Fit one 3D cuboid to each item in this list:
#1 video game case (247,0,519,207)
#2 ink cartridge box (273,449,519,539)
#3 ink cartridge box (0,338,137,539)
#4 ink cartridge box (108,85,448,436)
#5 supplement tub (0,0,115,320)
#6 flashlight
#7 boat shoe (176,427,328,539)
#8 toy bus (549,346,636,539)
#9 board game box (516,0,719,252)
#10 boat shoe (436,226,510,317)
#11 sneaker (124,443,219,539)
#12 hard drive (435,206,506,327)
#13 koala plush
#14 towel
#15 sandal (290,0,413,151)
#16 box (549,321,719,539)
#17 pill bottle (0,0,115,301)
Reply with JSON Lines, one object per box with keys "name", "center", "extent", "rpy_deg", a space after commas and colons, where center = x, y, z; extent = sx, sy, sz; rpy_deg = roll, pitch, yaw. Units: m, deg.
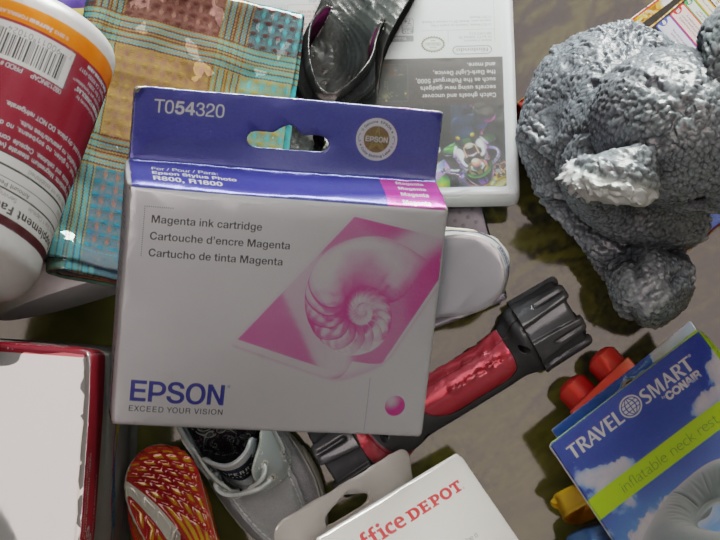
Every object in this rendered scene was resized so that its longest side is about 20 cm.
{"name": "video game case", "center": [0.006, -0.128, 1.201], "extent": [0.198, 0.023, 0.183], "rpy_deg": [-1, 69, 2]}
{"name": "ink cartridge box", "center": [0.036, 0.226, 1.119], "extent": [0.128, 0.125, 0.201], "rpy_deg": [-25, 73, -36]}
{"name": "ink cartridge box", "center": [-0.227, 0.116, 1.127], "extent": [0.144, 0.200, 0.146], "rpy_deg": [3, 88, 2]}
{"name": "ink cartridge box", "center": [-0.048, -0.003, 1.071], "extent": [0.195, 0.043, 0.202], "rpy_deg": [3, 102, -13]}
{"name": "supplement tub", "center": [-0.207, -0.081, 1.166], "extent": [0.144, 0.145, 0.201], "rpy_deg": [-17, 85, 0]}
{"name": "flashlight", "center": [0.057, 0.074, 1.186], "extent": [0.199, 0.068, 0.068], "rpy_deg": [-32, 105, 2]}
{"name": "boat shoe", "center": [-0.085, 0.115, 1.164], "extent": [0.070, 0.072, 0.202], "rpy_deg": [-25, 106, 12]}
{"name": "toy bus", "center": [0.192, 0.154, 1.158], "extent": [0.192, 0.136, 0.200], "rpy_deg": [43, 91, 17]}
{"name": "board game box", "center": [0.229, -0.111, 1.208], "extent": [0.199, 0.046, 0.152], "rpy_deg": [-36, 86, -1]}
{"name": "boat shoe", "center": [0.000, 0.000, 1.154], "extent": [0.198, 0.070, 0.072], "rpy_deg": [-6, 98, 11]}
{"name": "sneaker", "center": [-0.109, 0.213, 1.150], "extent": [0.072, 0.077, 0.201], "rpy_deg": [-8, 69, -4]}
{"name": "hard drive", "center": [-0.012, -0.011, 1.208], "extent": [0.199, 0.042, 0.136], "rpy_deg": [-16, 86, 0]}
{"name": "koala plush", "center": [0.182, -0.082, 1.084], "extent": [0.177, 0.200, 0.184], "rpy_deg": [-45, 85, 0]}
{"name": "towel", "center": [-0.114, -0.082, 1.108], "extent": [0.146, 0.022, 0.202], "rpy_deg": [11, 77, -16]}
{"name": "sandal", "center": [-0.014, -0.145, 1.170], "extent": [0.075, 0.048, 0.202], "rpy_deg": [15, 71, 8]}
{"name": "box", "center": [0.205, 0.133, 1.069], "extent": [0.122, 0.048, 0.201], "rpy_deg": [-38, 59, 8]}
{"name": "pill bottle", "center": [-0.223, -0.055, 1.017], "extent": [0.112, 0.113, 0.201], "rpy_deg": [17, 72, 2]}
